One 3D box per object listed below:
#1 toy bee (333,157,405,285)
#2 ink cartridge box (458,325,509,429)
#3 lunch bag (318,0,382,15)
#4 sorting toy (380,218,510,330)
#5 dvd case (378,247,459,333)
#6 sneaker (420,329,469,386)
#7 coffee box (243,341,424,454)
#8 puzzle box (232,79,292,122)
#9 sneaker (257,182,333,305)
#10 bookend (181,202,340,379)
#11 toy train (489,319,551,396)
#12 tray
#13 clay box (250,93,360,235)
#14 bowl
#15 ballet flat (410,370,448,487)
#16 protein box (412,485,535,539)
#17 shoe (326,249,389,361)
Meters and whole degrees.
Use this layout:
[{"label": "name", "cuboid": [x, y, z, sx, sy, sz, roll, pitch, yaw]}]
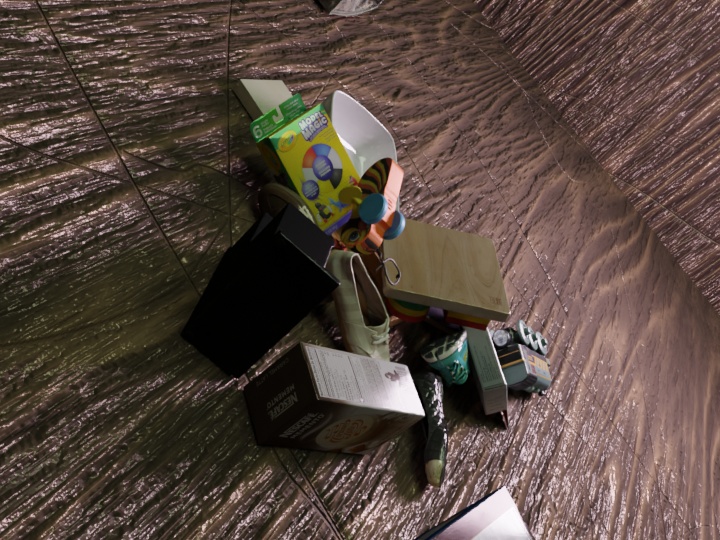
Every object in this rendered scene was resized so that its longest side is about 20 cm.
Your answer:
[{"label": "toy bee", "cuboid": [0.004, -0.072, 1.309, 0.132, 0.107, 0.201, 57, 35, -30]}, {"label": "ink cartridge box", "cuboid": [0.203, 0.150, 1.483, 0.175, 0.043, 0.202, 76, 1, -55]}, {"label": "lunch bag", "cuboid": [-0.040, -0.693, 2.066, 0.165, 0.117, 0.199, 55, 33, 9]}, {"label": "sorting toy", "cuboid": [0.120, 0.012, 1.387, 0.195, 0.070, 0.201, 12, 35, -10]}, {"label": "dvd case", "cuboid": [0.110, 0.033, 1.548, 0.199, 0.016, 0.150, 28, 36, -37]}, {"label": "sneaker", "cuboid": [0.147, 0.140, 1.381, 0.200, 0.077, 0.081, 20, 48, -77]}, {"label": "coffee box", "cuboid": [-0.030, 0.164, 1.089, 0.198, 0.114, 0.081, 17, 43, -45]}, {"label": "puzzle box", "cuboid": [-0.125, -0.243, 1.514, 0.201, 0.025, 0.133, 57, 28, 9]}, {"label": "sneaker", "cuboid": [-0.097, -0.040, 1.275, 0.201, 0.070, 0.075, 55, 33, 8]}, {"label": "bookend", "cuboid": [-0.104, -0.005, 1.085, 0.092, 0.198, 0.201, 39, 29, -15]}, {"label": "toy train", "cuboid": [0.292, 0.164, 1.587, 0.199, 0.084, 0.116, 28, 46, -57]}, {"label": "tray", "cuboid": [0.000, 0.000, 1.406, 0.201, 0.037, 0.098, 57, 29, 12]}, {"label": "clay box", "cuboid": [-0.075, -0.160, 1.333, 0.115, 0.047, 0.202, -39, 110, -31]}, {"label": "bowl", "cuboid": [-0.016, -0.183, 1.506, 0.199, 0.074, 0.203, 32, 47, -49]}, {"label": "ballet flat", "cuboid": [0.097, 0.231, 1.277, 0.056, 0.067, 0.202, 2, 40, -4]}, {"label": "protein box", "cuboid": [0.079, 0.357, 0.932, 0.199, 0.198, 0.136, -7, 61, -58]}, {"label": "shoe", "cuboid": [0.004, 0.064, 1.257, 0.070, 0.053, 0.203, -38, 112, -47]}]
